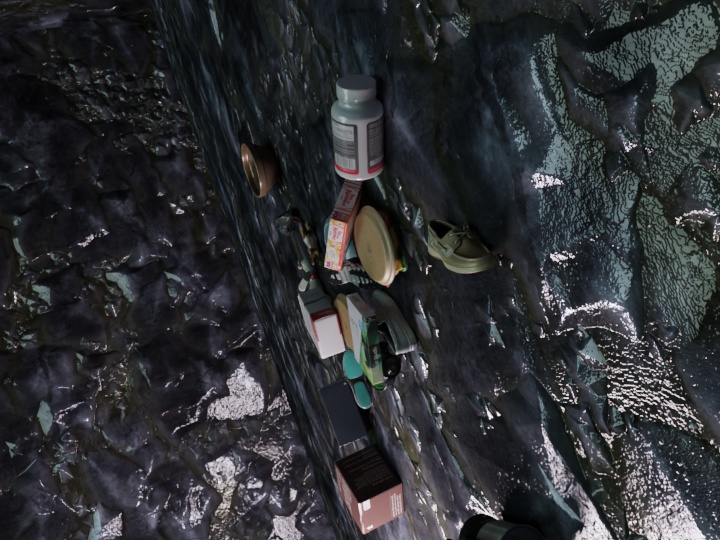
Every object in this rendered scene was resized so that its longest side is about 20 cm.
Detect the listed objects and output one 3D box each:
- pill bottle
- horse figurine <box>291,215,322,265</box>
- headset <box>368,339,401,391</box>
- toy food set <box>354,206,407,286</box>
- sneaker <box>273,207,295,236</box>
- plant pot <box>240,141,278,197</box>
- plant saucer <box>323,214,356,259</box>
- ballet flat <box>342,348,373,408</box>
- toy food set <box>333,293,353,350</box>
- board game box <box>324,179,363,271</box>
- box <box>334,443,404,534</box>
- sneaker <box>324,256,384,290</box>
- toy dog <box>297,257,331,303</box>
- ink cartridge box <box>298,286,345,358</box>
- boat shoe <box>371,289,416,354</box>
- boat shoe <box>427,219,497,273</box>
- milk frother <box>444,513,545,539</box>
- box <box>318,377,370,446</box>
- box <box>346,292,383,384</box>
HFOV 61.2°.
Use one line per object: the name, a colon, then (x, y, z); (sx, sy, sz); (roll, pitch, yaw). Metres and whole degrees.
pill bottle: (-0.006, -0.303, 1.291); (0.111, 0.110, 0.201); (51, 152, 44)
horse figurine: (-0.168, -0.100, 1.991); (0.133, 0.050, 0.201); (-113, 2, -70)
headset: (0.049, 0.241, 1.671); (0.124, 0.094, 0.201); (47, 133, 48)
toy food set: (0.041, -0.058, 1.458); (0.200, 0.048, 0.199); (-25, 82, 69)
sneaker: (-0.259, -0.170, 2.183); (0.079, 0.075, 0.200); (58, 167, -4)
plant pot: (-0.354, -0.371, 2.194); (0.201, 0.092, 0.201); (55, 155, 41)
plant saucer: (-0.064, -0.068, 1.794); (0.200, 0.027, 0.201); (54, 155, 41)
ballet flat: (-0.011, 0.348, 1.984); (0.072, 0.072, 0.201); (-8, 100, 70)
toy food set: (-0.025, 0.163, 1.867); (0.199, 0.048, 0.200); (63, 159, 21)
board game box: (-0.043, -0.117, 1.534); (0.200, 0.046, 0.152); (102, -174, -56)
box: (0.029, 0.742, 2.082); (0.200, 0.164, 0.167); (45, 148, 50)
sneaker: (0.000, 0.000, 1.622); (0.199, 0.090, 0.067); (7, 127, 41)
toy dog: (-0.179, 0.065, 2.118); (0.200, 0.096, 0.132); (59, 157, 30)
ink cartridge box: (-0.127, 0.164, 1.964); (0.200, 0.083, 0.147); (-128, 23, -58)
boat shoe: (0.067, 0.130, 1.553); (0.201, 0.071, 0.070); (55, 155, 37)
boat shoe: (0.176, -0.048, 1.105); (0.200, 0.072, 0.065); (-139, 34, -65)
milk frother: (0.283, 0.634, 1.272); (0.188, 0.180, 0.201); (134, 118, -69)
box: (-0.051, 0.470, 2.059); (0.182, 0.104, 0.201); (68, 180, -81)
box: (0.011, 0.177, 1.591); (0.144, 0.036, 0.201); (-133, 31, -61)
